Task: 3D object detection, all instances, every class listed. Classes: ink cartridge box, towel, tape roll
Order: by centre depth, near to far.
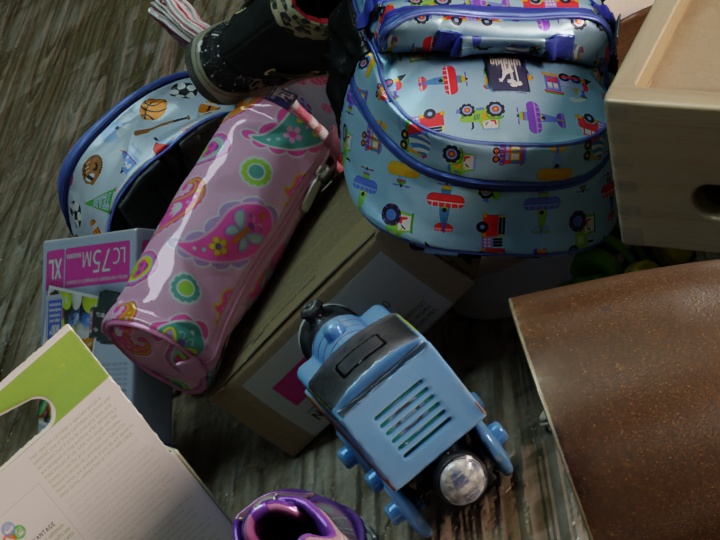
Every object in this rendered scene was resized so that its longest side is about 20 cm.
[{"bbox_3d":[-0.177,0.147,1.579,0.148,0.200,0.076,-41,21,-14],"label":"ink cartridge box"},{"bbox_3d":[0.000,0.000,1.710,0.200,0.075,0.165,-44,18,33],"label":"ink cartridge box"},{"bbox_3d":[0.132,-0.047,1.735,0.202,0.037,0.203,-32,21,14],"label":"tape roll"},{"bbox_3d":[-0.173,0.075,1.780,0.042,0.201,0.119,3,-5,-38],"label":"ink cartridge box"},{"bbox_3d":[-0.060,-0.122,1.902,0.030,0.200,0.146,-49,45,-2],"label":"towel"}]

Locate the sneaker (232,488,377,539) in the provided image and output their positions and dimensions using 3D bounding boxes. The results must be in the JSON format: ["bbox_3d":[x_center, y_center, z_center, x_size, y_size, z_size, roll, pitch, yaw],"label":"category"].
[{"bbox_3d":[-0.038,0.157,1.495,0.080,0.089,0.200,-38,19,-1],"label":"sneaker"}]

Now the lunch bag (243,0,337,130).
[{"bbox_3d":[0.009,-0.191,2.012,0.127,0.200,0.170,-12,32,47],"label":"lunch bag"}]

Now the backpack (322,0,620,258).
[{"bbox_3d":[0.074,-0.100,1.576,0.182,0.135,0.200,4,37,-9],"label":"backpack"}]

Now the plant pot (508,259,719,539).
[{"bbox_3d":[0.193,0.068,1.227,0.199,0.188,0.187,-20,22,3],"label":"plant pot"}]

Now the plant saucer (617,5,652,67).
[{"bbox_3d":[0.223,-0.147,1.736,0.199,0.035,0.200,-17,20,6],"label":"plant saucer"}]

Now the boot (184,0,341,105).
[{"bbox_3d":[-0.003,-0.179,1.739,0.203,0.074,0.154,-26,-2,-30],"label":"boot"}]

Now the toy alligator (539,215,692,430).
[{"bbox_3d":[0.143,0.009,1.570,0.059,0.054,0.200,-16,29,45],"label":"toy alligator"}]

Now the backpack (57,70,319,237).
[{"bbox_3d":[-0.125,-0.050,1.905,0.200,0.191,0.154,-43,55,-14],"label":"backpack"}]

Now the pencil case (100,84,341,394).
[{"bbox_3d":[-0.088,-0.020,1.723,0.087,0.087,0.200,-6,47,54],"label":"pencil case"}]

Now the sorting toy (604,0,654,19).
[{"bbox_3d":[0.129,-0.155,1.876,0.180,0.107,0.200,-25,-9,-32],"label":"sorting toy"}]

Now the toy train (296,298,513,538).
[{"bbox_3d":[0.018,0.076,1.540,0.087,0.114,0.200,-37,21,-4],"label":"toy train"}]

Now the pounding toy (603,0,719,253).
[{"bbox_3d":[0.226,-0.087,1.520,0.199,0.143,0.184,6,39,23],"label":"pounding toy"}]
